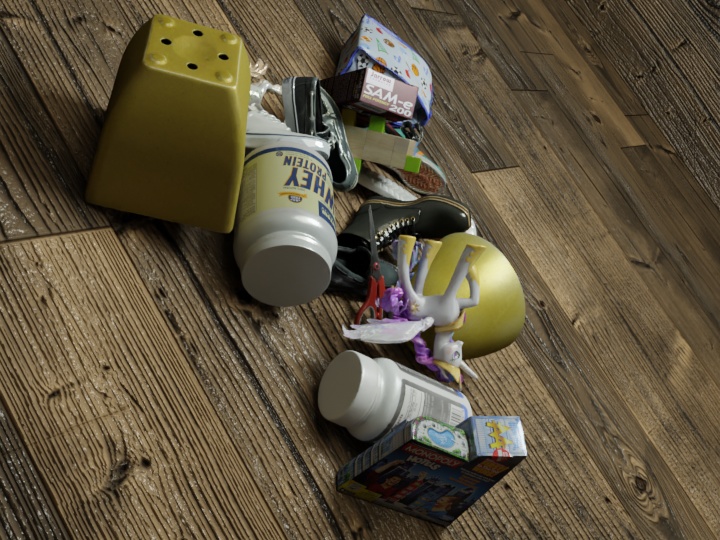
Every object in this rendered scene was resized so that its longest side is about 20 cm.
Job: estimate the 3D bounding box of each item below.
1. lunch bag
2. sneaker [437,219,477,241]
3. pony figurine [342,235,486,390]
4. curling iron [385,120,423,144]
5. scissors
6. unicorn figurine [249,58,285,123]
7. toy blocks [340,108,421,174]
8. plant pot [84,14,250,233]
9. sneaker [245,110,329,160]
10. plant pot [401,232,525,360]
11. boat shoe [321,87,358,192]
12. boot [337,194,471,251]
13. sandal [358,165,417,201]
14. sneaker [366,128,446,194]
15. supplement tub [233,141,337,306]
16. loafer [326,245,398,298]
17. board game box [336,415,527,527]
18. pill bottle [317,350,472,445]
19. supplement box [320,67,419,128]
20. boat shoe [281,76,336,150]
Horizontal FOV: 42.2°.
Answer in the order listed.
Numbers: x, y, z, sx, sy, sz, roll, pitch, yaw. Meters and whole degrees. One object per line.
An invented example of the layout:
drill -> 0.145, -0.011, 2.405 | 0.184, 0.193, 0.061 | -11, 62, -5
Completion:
lunch bag -> 0.054, -0.377, 1.834 | 0.198, 0.124, 0.171 | 29, 37, -16
sneaker -> 0.179, -0.024, 1.685 | 0.078, 0.074, 0.202 | 14, 40, -29
pony figurine -> 0.080, 0.057, 1.310 | 0.190, 0.203, 0.166 | 8, 1, 9
curling iron -> 0.040, -0.281, 1.708 | 0.199, 0.050, 0.026 | 37, -9, 30
scissors -> 0.028, 0.006, 1.412 | 0.072, 0.014, 0.204 | 5, 91, -35
unicorn figurine -> -0.155, -0.232, 1.484 | 0.137, 0.074, 0.201 | -26, 81, -48
toy blocks -> 0.020, -0.216, 1.623 | 0.197, 0.102, 0.137 | 14, 8, 10
plant pot -> -0.231, -0.202, 1.193 | 0.191, 0.201, 0.197 | 12, 45, -14
sneaker -> -0.141, -0.202, 1.379 | 0.197, 0.073, 0.072 | 6, 72, 1
plant pot -> 0.135, 0.060, 1.450 | 0.141, 0.200, 0.201 | -27, 78, -40
boat shoe -> -0.061, -0.225, 1.536 | 0.062, 0.072, 0.202 | -28, 94, -79
boot -> 0.068, -0.060, 1.501 | 0.138, 0.197, 0.079 | -49, 132, -53
sandal -> 0.058, -0.121, 1.652 | 0.201, 0.050, 0.083 | 34, 19, -1
sneaker -> 0.084, -0.221, 1.756 | 0.199, 0.071, 0.081 | 32, 41, -23
supplement tub -> -0.106, -0.066, 1.306 | 0.144, 0.145, 0.202 | 26, 39, -31
loafer -> 0.000, 0.000, 1.435 | 0.199, 0.070, 0.069 | 8, 50, -46
board game box -> 0.104, 0.241, 1.199 | 0.198, 0.199, 0.062 | 27, 39, -32
pill bottle -> 0.047, 0.187, 1.265 | 0.198, 0.114, 0.115 | 27, 39, -31
supplement box -> 0.001, -0.293, 1.606 | 0.108, 0.199, 0.062 | 14, 86, -28
boat shoe -> -0.074, -0.207, 1.466 | 0.074, 0.067, 0.202 | -67, 153, -63
